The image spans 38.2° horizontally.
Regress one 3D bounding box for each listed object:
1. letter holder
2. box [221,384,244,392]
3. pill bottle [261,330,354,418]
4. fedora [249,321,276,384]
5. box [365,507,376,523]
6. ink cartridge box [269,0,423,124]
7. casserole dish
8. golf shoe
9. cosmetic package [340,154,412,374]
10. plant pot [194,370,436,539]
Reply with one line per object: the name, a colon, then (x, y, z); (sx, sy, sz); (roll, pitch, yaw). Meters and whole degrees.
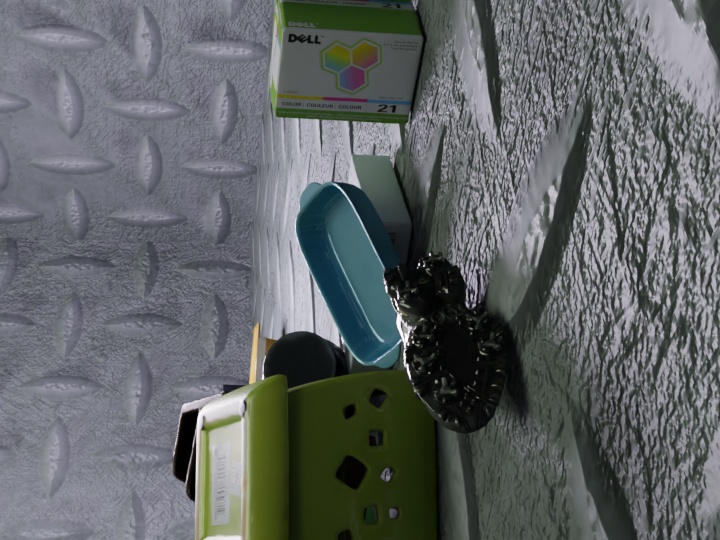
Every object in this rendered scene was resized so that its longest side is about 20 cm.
letter holder: (-0.096, 0.231, 1.117); (0.100, 0.198, 0.144); (-21, 54, 52)
box: (-0.360, 0.463, 3.103); (0.198, 0.121, 0.204); (-137, 51, -76)
pill bottle: (-0.056, 0.145, 1.236); (0.201, 0.110, 0.114); (75, -169, -66)
fedora: (-0.214, 0.218, 2.389); (0.201, 0.080, 0.204); (-175, 90, -85)
box: (-0.035, 0.353, 1.254); (0.201, 0.095, 0.179); (-110, 24, -65)
ink cartridge box: (-0.011, -0.255, 1.039); (0.076, 0.145, 0.202); (-100, 15, -47)
casserole dish: (0.000, 0.000, 1.049); (0.121, 0.038, 0.202); (-42, 71, 52)
golf shoe: (0.070, 0.070, 0.786); (0.201, 0.076, 0.096); (-102, -1, -59)
cosmetic package: (0.010, -0.006, 1.167); (0.152, 0.051, 0.203); (-107, 21, -55)
plant pot: (-0.052, 0.199, 0.980); (0.198, 0.179, 0.204); (-25, 62, 58)
